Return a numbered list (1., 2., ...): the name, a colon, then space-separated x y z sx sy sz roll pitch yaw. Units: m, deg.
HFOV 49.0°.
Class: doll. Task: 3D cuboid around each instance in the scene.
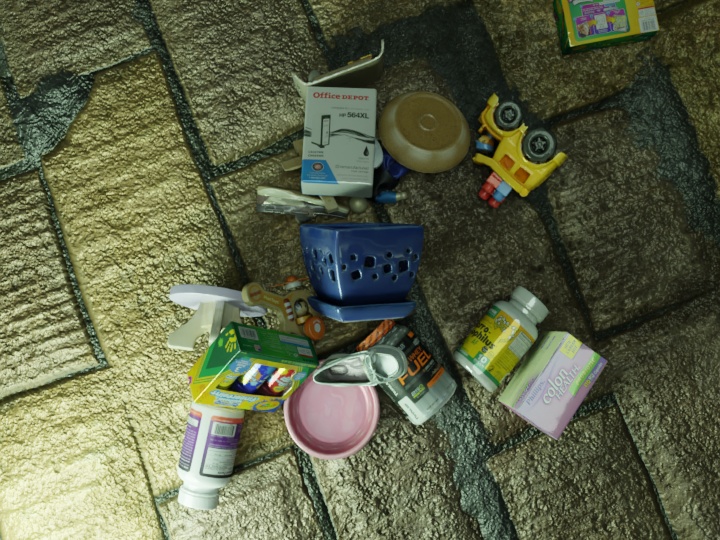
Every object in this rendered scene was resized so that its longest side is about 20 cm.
1. doll: 0.052 -0.198 1.658 0.200 0.048 0.136 -45 75 -1

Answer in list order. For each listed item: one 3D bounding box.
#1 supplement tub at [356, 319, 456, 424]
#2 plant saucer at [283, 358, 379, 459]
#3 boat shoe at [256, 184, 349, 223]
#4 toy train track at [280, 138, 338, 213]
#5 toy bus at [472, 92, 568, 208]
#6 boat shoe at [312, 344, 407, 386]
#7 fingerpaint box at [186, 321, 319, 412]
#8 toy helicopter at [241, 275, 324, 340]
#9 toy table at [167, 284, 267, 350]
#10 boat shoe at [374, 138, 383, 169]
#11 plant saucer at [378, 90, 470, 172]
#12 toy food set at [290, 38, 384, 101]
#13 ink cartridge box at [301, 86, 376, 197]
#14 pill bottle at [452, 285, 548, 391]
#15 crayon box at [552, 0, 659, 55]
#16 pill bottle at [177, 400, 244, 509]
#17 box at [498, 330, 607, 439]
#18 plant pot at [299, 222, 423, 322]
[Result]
1. supplement tub: 0.090 0.199 1.599 0.122 0.123 0.200 -43 87 -2
2. plant saucer: -0.058 0.284 1.631 0.196 0.051 0.205 0 86 1
3. boat shoe: -0.122 -0.131 1.651 0.196 0.072 0.066 12 101 -5
4. toy train track: -0.093 -0.191 1.636 0.113 0.033 0.202 -18 57 -15
5. toy bus: 0.298 -0.236 1.633 0.200 0.136 0.193 42 103 5
6. boat shoe: 0.000 0.192 1.533 0.199 0.065 0.076 -8 102 33
7. fingerpaint box: -0.207 0.193 1.537 0.167 0.198 0.074 -46 49 26
8. toy helicopter: -0.155 0.061 1.595 0.078 0.198 0.135 -13 63 42
9. toy table: -0.291 0.108 1.592 0.196 0.184 0.119 5 70 2
10. boat shoe: -0.031 -0.280 1.653 0.199 0.057 0.069 41 80 9
11. plant saucer: 0.136 -0.298 1.635 0.196 0.036 0.204 4 65 -8
12. toy food set: -0.042 -0.413 1.627 0.197 0.144 0.061 -21 86 -1
13. ink cartridge box: -0.042 -0.256 1.574 0.143 0.084 0.204 2 77 -1
14. pill bottle: 0.289 0.135 1.607 0.112 0.113 0.201 41 88 3
15. crayon box: 0.518 -0.539 1.673 0.196 0.058 0.121 -10 86 0
16. pill bottle: -0.307 0.370 1.597 0.109 0.111 0.204 12 87 1
17. box: 0.373 0.219 1.558 0.096 0.200 0.177 34 87 3
18. plant pot: 0.000 0.000 1.556 0.197 0.199 0.184 -3 95 -25
